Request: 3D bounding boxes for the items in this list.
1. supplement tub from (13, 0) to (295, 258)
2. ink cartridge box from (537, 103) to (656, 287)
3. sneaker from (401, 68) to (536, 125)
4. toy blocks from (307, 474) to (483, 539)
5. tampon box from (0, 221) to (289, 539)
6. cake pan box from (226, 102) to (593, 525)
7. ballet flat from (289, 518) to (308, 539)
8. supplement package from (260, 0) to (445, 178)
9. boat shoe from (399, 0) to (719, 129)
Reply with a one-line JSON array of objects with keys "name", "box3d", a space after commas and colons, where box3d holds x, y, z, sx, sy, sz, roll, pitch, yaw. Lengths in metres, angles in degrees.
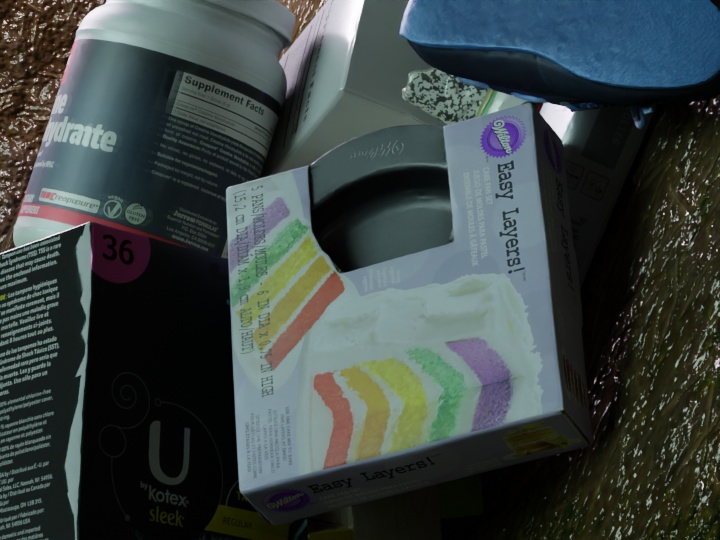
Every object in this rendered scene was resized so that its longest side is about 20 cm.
[{"name": "supplement tub", "box3d": [-0.128, -0.084, 1.904, 0.140, 0.140, 0.200, 173, 115, -74]}, {"name": "ink cartridge box", "box3d": [0.095, -0.051, 1.709, 0.162, 0.050, 0.200, -67, 17, -1]}, {"name": "sneaker", "box3d": [0.081, -0.158, 1.801, 0.077, 0.089, 0.200, 117, 176, -53]}, {"name": "toy blocks", "box3d": [-0.001, 0.113, 1.682, 0.137, 0.100, 0.200, 176, 90, -74]}, {"name": "tampon box", "box3d": [-0.130, 0.094, 1.641, 0.126, 0.150, 0.200, -16, 67, 45]}, {"name": "cake pan box", "box3d": [0.023, 0.019, 1.575, 0.184, 0.052, 0.200, -13, 57, 17]}, {"name": "ballet flat", "box3d": [-0.070, 0.184, 1.803, 0.200, 0.065, 0.071, -47, -45, -49]}, {"name": "supplement package", "box3d": [0.014, -0.098, 1.928, 0.200, 0.121, 0.120, -45, 28, 56]}, {"name": "boat shoe", "box3d": [0.119, -0.123, 1.582, 0.200, 0.069, 0.084, 17, 73, 37]}]
